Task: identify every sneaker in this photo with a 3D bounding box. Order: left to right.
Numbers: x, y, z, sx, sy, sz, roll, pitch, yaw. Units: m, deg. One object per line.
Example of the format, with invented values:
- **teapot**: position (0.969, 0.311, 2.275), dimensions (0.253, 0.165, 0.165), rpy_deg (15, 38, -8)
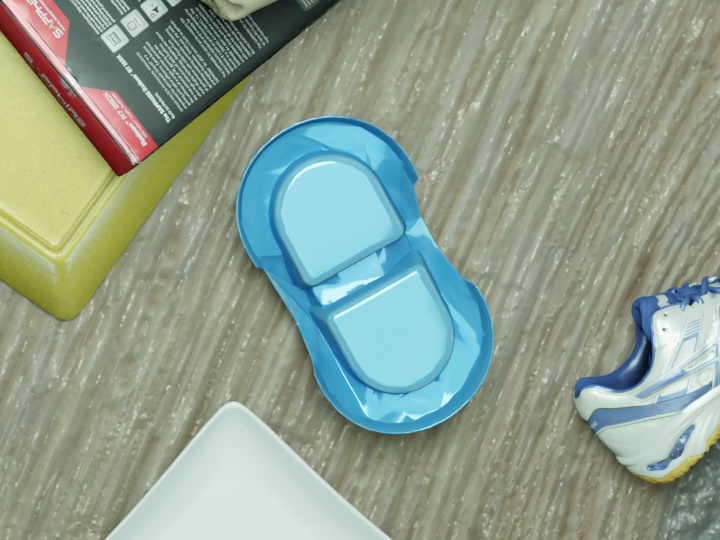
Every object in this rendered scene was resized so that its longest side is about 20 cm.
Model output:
- **sneaker**: position (0.215, 0.034, 1.631), dimensions (0.088, 0.075, 0.200), rpy_deg (41, 89, -11)

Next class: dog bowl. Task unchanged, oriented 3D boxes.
- **dog bowl**: position (0.000, 0.000, 1.606), dimensions (0.111, 0.050, 0.200), rpy_deg (-29, 102, -4)

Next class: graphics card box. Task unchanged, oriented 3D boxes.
- **graphics card box**: position (-0.100, -0.162, 1.532), dimensions (0.200, 0.051, 0.126), rpy_deg (-42, 96, -21)

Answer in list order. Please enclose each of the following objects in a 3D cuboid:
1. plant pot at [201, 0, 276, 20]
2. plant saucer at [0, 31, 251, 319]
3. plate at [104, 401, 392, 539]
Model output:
- **plant pot**: position (-0.032, -0.237, 1.453), dimensions (0.183, 0.200, 0.201), rpy_deg (-34, 101, -8)
- **plant saucer**: position (-0.192, -0.101, 1.564), dimensions (0.200, 0.048, 0.200), rpy_deg (36, 91, -12)
- **plate**: position (-0.074, 0.212, 1.633), dimensions (0.200, 0.032, 0.200), rpy_deg (42, 89, -12)
